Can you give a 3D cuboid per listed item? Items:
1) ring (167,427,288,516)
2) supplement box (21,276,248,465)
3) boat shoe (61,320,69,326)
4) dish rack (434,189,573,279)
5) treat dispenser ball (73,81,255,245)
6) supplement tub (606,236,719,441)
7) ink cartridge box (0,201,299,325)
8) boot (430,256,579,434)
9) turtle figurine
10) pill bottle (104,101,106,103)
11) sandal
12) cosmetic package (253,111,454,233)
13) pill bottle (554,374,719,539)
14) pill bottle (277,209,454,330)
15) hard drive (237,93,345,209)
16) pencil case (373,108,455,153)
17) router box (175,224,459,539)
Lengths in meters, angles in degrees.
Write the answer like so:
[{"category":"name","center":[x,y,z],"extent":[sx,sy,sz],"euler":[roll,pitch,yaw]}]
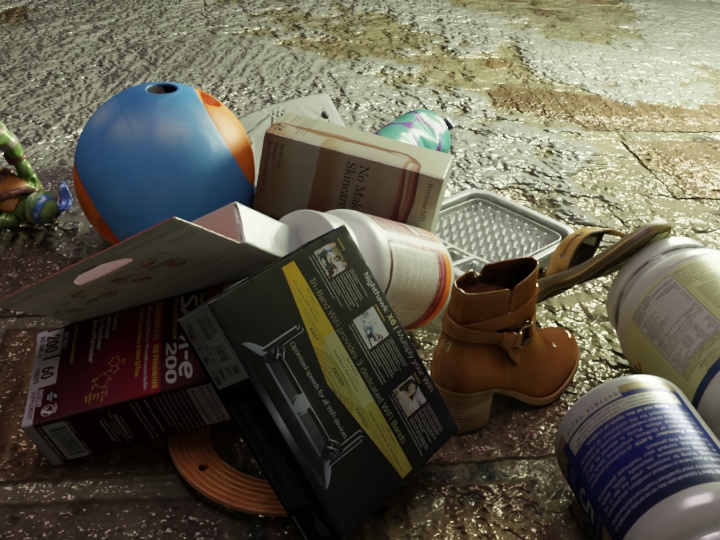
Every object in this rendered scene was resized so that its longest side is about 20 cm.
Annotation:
[{"category":"ring","center":[-0.066,0.145,0.836],"extent":[0.200,0.019,0.201],"euler":[4,31,-2]},{"category":"supplement box","center":[-0.175,0.084,0.811],"extent":[0.200,0.061,0.109],"euler":[-15,43,4]},{"category":"boat shoe","center":[-0.192,0.030,0.962],"extent":[0.200,0.071,0.091],"euler":[-18,33,-36]},{"category":"dish rack","center":[0.137,-0.030,1.132],"extent":[0.200,0.044,0.172],"euler":[-24,40,-38]},{"category":"treat dispenser ball","center":[-0.218,-0.109,1.072],"extent":[0.201,0.201,0.201],"euler":[3,30,-2]},{"category":"supplement tub","center":[0.330,0.069,0.884],"extent":[0.145,0.145,0.200],"euler":[-5,31,-15]},{"category":"ink cartridge box","center":[-0.178,-0.004,0.808],"extent":[0.200,0.174,0.044],"euler":[-22,67,24]},{"category":"boot","center":[0.147,0.053,0.881],"extent":[0.200,0.155,0.074],"euler":[-24,40,-39]},{"category":"turtle figurine","center":[-0.454,-0.104,1.094],"extent":[0.194,0.144,0.200],"euler":[20,31,33]},{"category":"pill bottle","center":[-0.239,-0.169,1.265],"extent":[0.200,0.104,0.104],"euler":[3,30,-3]},{"category":"sandal","center":[0.223,-0.012,0.990],"extent":[0.200,0.054,0.080],"euler":[-29,-12,40]},{"category":"cosmetic package","center":[-0.007,-0.096,1.058],"extent":[0.200,0.104,0.087],"euler":[14,26,7]},{"category":"pill bottle","center":[0.233,0.181,0.709],"extent":[0.120,0.120,0.200],"euler":[-3,31,-11]},{"category":"pill bottle","center":[0.000,0.000,0.927],"extent":[0.109,0.110,0.200],"euler":[26,9,33]},{"category":"hard drive","center":[-0.088,-0.149,1.238],"extent":[0.042,0.135,0.200],"euler":[-27,1,45]},{"category":"pencil case","center":[0.052,-0.150,1.284],"extent":[0.092,0.085,0.200],"euler":[47,40,1]},{"category":"router box","center":[-0.027,0.085,0.750],"extent":[0.157,0.200,0.052],"euler":[-32,4,-43]}]
